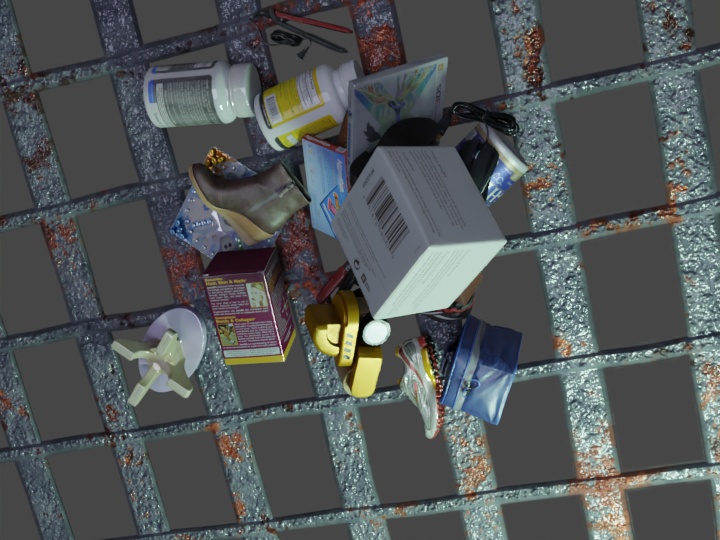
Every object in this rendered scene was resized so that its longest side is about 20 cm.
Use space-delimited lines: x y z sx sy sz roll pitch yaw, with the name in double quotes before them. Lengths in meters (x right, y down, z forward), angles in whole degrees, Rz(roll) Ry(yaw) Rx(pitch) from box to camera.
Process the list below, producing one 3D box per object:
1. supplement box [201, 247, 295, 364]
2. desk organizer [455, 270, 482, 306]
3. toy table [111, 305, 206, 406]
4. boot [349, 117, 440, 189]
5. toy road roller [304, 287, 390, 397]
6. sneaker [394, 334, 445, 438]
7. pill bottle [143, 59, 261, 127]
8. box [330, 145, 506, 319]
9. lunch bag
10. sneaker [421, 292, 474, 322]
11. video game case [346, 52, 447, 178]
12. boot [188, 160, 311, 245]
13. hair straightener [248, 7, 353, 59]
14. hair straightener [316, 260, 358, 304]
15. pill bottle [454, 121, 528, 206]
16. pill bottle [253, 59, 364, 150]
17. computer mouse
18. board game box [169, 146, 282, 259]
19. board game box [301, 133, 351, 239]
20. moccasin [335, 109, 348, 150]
"supplement box" -0.213 0.070 1.642 0.128 0.104 0.203 -3 117 12
"desk organizer" 0.119 -0.018 1.533 0.198 0.077 0.072 27 72 28
"toy table" -0.403 0.176 1.720 0.181 0.117 0.203 22 109 5
"boot" 0.062 -0.158 1.487 0.068 0.201 0.188 40 72 21
"toy road roller" -0.036 0.133 1.597 0.143 0.123 0.203 1 118 -17
"sneaker" 0.118 0.229 1.658 0.081 0.078 0.204 -11 93 18
"pill bottle" -0.289 -0.327 1.566 0.196 0.114 0.116 -1 104 12
"box" 0.088 -0.064 1.370 0.201 0.169 0.201 -54 53 45
"lunch bag" 0.213 0.180 1.555 0.130 0.200 0.138 18 113 8
"sneaker" 0.123 0.053 1.596 0.197 0.098 0.072 8 65 20
"video game case" 0.063 -0.264 1.460 0.022 0.197 0.185 43 145 39
"boot" -0.207 -0.159 1.585 0.165 0.073 0.200 -35 107 23
"hair straightener" -0.114 -0.425 1.544 0.196 0.041 0.078 17 107 6
"hair straightener" 0.000 0.000 1.635 0.076 0.041 0.201 31 104 -25
"pill bottle" 0.190 -0.158 1.512 0.120 0.120 0.200 45 108 -3
"pill bottle" -0.084 -0.304 1.533 0.197 0.111 0.113 -20 100 16
"computer mouse" 0.168 -0.189 1.432 0.139 0.046 0.203 29 100 25
"board game box" -0.254 -0.106 1.663 0.198 0.026 0.202 32 108 2
"board game box" -0.056 -0.146 1.552 0.102 0.019 0.203 27 139 30
"moccasin" -0.004 -0.230 1.511 0.202 0.073 0.079 -55 49 44
